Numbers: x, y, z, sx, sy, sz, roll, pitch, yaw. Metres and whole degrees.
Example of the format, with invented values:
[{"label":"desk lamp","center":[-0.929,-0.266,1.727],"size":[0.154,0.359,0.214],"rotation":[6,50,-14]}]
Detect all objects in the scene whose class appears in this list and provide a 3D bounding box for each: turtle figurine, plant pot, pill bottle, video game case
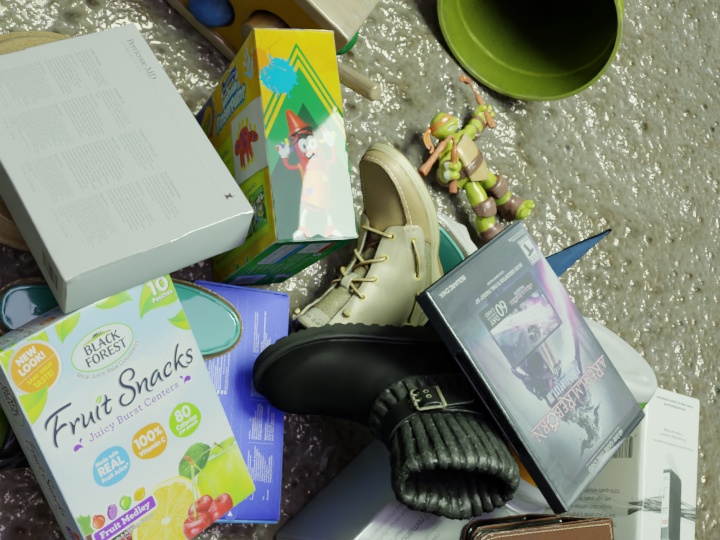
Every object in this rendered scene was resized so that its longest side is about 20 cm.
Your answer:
[{"label":"turtle figurine","center":[0.112,-0.101,1.024],"size":[0.162,0.064,0.201],"rotation":[54,34,-19]},{"label":"plant pot","center":[0.209,-0.326,1.079],"size":[0.200,0.200,0.194],"rotation":[43,49,-15]},{"label":"pill bottle","center":[0.182,0.152,0.937],"size":[0.110,0.201,0.111],"rotation":[26,23,-12]},{"label":"video game case","center":[0.143,0.072,0.798],"size":[0.142,0.019,0.201],"rotation":[-34,90,-41]}]

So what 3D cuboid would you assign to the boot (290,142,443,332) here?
[{"label":"boot","center":[0.000,0.000,0.908],"size":[0.155,0.072,0.202],"rotation":[-35,130,-29]}]

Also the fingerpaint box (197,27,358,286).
[{"label":"fingerpaint box","center":[-0.076,-0.086,0.830],"size":[0.072,0.200,0.169],"rotation":[-4,80,-23]}]

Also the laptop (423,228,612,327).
[{"label":"laptop","center":[0.148,0.075,0.932],"size":[0.185,0.116,0.203],"rotation":[-22,110,-21]}]

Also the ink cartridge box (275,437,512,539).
[{"label":"ink cartridge box","center":[0.055,0.268,0.868],"size":[0.145,0.144,0.201],"rotation":[-40,101,-31]}]

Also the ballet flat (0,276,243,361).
[{"label":"ballet flat","center":[-0.197,0.039,0.804],"size":[0.197,0.065,0.072],"rotation":[9,78,-18]}]

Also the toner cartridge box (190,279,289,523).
[{"label":"toner cartridge box","center":[-0.116,0.116,0.858],"size":[0.094,0.043,0.203],"rotation":[10,74,-28]}]

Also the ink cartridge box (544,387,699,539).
[{"label":"ink cartridge box","center":[0.262,0.228,1.000],"size":[0.083,0.144,0.203],"rotation":[17,72,-27]}]

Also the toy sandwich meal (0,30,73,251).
[{"label":"toy sandwich meal","center":[-0.255,-0.105,0.812],"size":[0.203,0.070,0.208],"rotation":[7,75,-26]}]

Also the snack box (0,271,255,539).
[{"label":"snack box","center":[-0.177,0.116,0.735],"size":[0.142,0.053,0.202],"rotation":[-31,111,-36]}]

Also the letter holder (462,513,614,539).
[{"label":"letter holder","center":[0.120,0.299,0.757],"size":[0.140,0.100,0.203],"rotation":[2,79,-30]}]

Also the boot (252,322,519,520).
[{"label":"boot","center":[0.016,0.122,0.791],"size":[0.208,0.080,0.159],"rotation":[-5,44,0]}]

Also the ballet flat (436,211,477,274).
[{"label":"ballet flat","center":[0.105,-0.005,1.013],"size":[0.200,0.069,0.070],"rotation":[47,60,-18]}]

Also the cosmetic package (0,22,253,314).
[{"label":"cosmetic package","center":[-0.193,-0.084,0.732],"size":[0.149,0.052,0.201],"rotation":[-23,68,-28]}]

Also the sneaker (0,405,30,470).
[{"label":"sneaker","center":[-0.253,0.120,0.751],"size":[0.197,0.082,0.072],"rotation":[-9,84,-32]}]

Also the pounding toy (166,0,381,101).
[{"label":"pounding toy","center":[-0.066,-0.240,0.882],"size":[0.200,0.183,0.143],"rotation":[42,62,-17]}]
